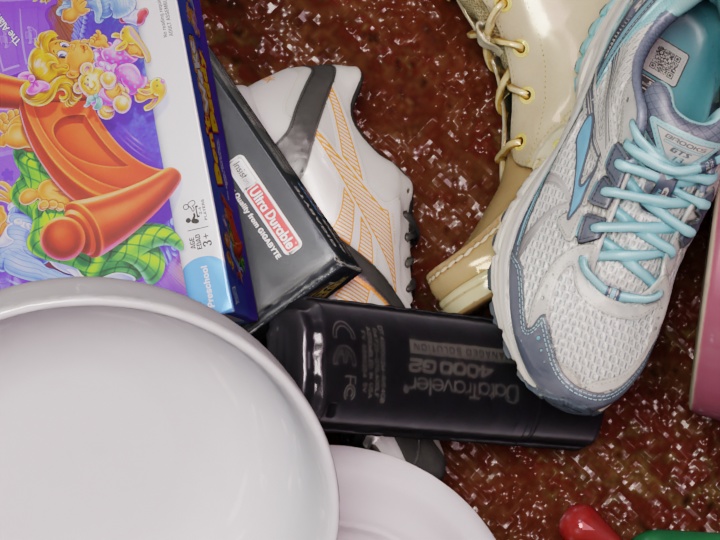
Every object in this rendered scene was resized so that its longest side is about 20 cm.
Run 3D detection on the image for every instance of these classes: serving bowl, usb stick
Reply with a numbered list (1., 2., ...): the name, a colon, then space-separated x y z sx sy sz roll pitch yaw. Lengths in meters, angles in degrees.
1. serving bowl: -0.111 0.085 1.032 0.199 0.066 0.201 -5 118 -9
2. usb stick: 0.036 0.045 1.121 0.199 0.032 0.056 8 80 -48

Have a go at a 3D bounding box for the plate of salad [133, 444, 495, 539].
1. plate of salad: -0.026 0.169 1.132 0.199 0.048 0.201 -4 102 -17

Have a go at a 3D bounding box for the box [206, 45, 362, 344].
1. box: -0.119 -0.035 1.117 0.159 0.046 0.200 -35 79 6

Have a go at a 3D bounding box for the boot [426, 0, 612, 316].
1. boot: 0.065 -0.090 1.175 0.156 0.073 0.200 47 73 -4

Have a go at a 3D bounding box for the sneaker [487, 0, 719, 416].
1. sneaker: 0.112 -0.040 1.097 0.077 0.086 0.201 20 73 -14

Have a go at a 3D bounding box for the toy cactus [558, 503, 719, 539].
1. toy cactus: 0.168 0.129 1.131 0.199 0.165 0.103 20 36 -16

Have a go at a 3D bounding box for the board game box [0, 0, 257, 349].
1. board game box: -0.127 -0.065 1.074 0.134 0.045 0.201 -12 83 9

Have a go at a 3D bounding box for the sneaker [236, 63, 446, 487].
1. sneaker: 0.000 0.000 1.156 0.080 0.074 0.201 -22 87 -14

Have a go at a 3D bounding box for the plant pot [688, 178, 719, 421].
1. plant pot: 0.237 0.008 1.145 0.178 0.200 0.201 7 81 8
